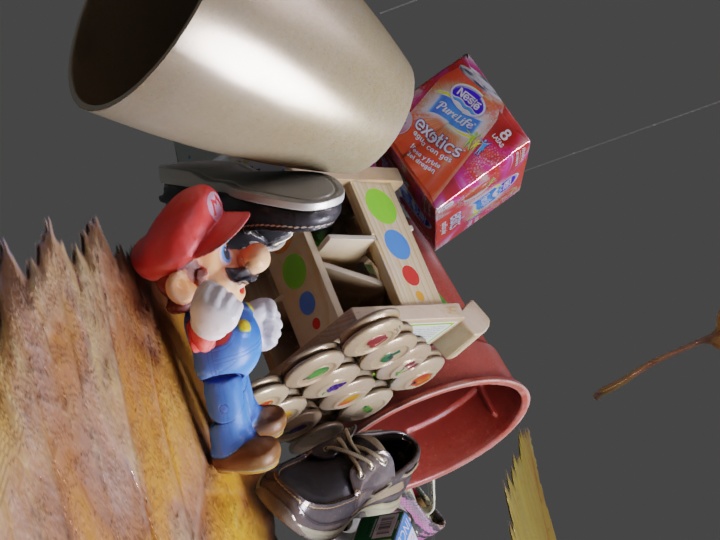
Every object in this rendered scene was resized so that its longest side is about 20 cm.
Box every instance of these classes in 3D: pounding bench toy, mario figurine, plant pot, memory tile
[{"bbox_3d":[0.000,0.000,1.512,0.199,0.124,0.157,-1,61,-46],"label":"pounding bench toy"},{"bbox_3d":[-0.082,0.035,1.279,0.123,0.106,0.201,20,-50,55],"label":"mario figurine"},{"bbox_3d":[0.023,0.069,1.670,0.196,0.200,0.201,66,6,26],"label":"plant pot"},{"bbox_3d":[-0.016,0.090,1.452,0.017,0.153,0.200,63,7,19],"label":"memory tile"},{"bbox_3d":[-0.065,-0.151,1.277,0.199,0.187,0.188,27,33,-31],"label":"plant pot"}]

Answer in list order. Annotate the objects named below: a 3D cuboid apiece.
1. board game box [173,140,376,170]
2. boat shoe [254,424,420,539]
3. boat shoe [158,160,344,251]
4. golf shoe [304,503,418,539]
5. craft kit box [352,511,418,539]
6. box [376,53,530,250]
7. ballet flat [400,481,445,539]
[{"bbox_3d":[-0.077,-0.126,1.579,0.199,0.064,0.148,15,52,-48],"label":"board game box"},{"bbox_3d":[-0.015,0.153,1.441,0.074,0.074,0.200,38,16,17],"label":"boat shoe"},{"bbox_3d":[-0.080,-0.041,1.335,0.074,0.199,0.061,-12,105,-40],"label":"boat shoe"},{"bbox_3d":[-0.004,0.212,1.535,0.089,0.077,0.200,62,9,-11],"label":"golf shoe"},{"bbox_3d":[0.026,0.320,1.387,0.198,0.048,0.200,64,29,-26],"label":"craft kit box"},{"bbox_3d":[0.076,-0.096,1.587,0.096,0.099,0.200,54,-4,9],"label":"box"},{"bbox_3d":[0.034,0.182,1.848,0.069,0.071,0.201,-88,157,-66],"label":"ballet flat"}]
